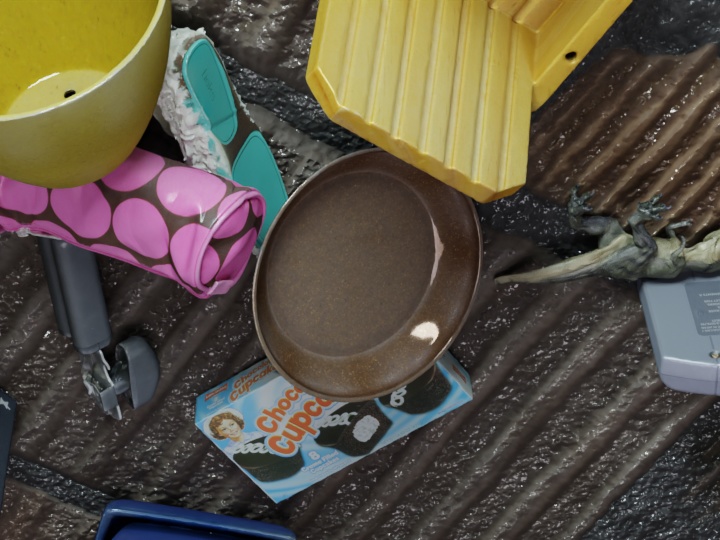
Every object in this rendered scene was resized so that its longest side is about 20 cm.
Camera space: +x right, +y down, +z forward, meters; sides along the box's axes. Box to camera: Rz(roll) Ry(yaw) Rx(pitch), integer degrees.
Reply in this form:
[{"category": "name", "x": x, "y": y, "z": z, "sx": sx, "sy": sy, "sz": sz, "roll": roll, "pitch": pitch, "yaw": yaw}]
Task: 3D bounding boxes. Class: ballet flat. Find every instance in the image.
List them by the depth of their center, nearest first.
[{"category": "ballet flat", "x": -0.110, "y": -0.095, "z": 1.428, "sx": 0.072, "sy": 0.072, "sz": 0.200, "roll": -16, "pitch": 125, "yaw": 9}]

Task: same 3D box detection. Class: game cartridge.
[{"category": "game cartridge", "x": 0.322, "y": 0.043, "z": 1.507, "sx": 0.199, "sy": 0.133, "sz": 0.041, "roll": -3, "pitch": 124, "yaw": 0}]

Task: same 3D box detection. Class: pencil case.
[{"category": "pencil case", "x": -0.171, "y": -0.044, "z": 1.396, "sx": 0.200, "sy": 0.091, "sz": 0.094, "roll": 19, "pitch": 93, "yaw": 20}]

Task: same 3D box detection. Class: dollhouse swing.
[{"category": "dollhouse swing", "x": 0.078, "y": -0.182, "z": 1.290, "sx": 0.200, "sy": 0.176, "sz": 0.182, "roll": 28, "pitch": 122, "yaw": -22}]

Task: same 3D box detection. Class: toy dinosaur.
[{"category": "toy dinosaur", "x": 0.200, "y": -0.023, "z": 1.506, "sx": 0.199, "sy": 0.048, "sz": 0.088, "roll": -6, "pitch": 135, "yaw": 6}]

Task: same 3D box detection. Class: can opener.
[{"category": "can opener", "x": -0.204, "y": 0.032, "z": 1.534, "sx": 0.067, "sy": 0.053, "sz": 0.200, "roll": -26, "pitch": 132, "yaw": -24}]

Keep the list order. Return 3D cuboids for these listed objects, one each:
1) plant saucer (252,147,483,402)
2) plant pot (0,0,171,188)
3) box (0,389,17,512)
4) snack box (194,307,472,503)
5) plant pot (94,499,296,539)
[{"category": "plant saucer", "x": 0.000, "y": 0.000, "z": 1.472, "sx": 0.200, "sy": 0.037, "sz": 0.201, "roll": -12, "pitch": 113, "yaw": -29}, {"category": "plant pot", "x": -0.213, "y": -0.136, "z": 1.316, "sx": 0.199, "sy": 0.200, "sz": 0.142, "roll": -8, "pitch": 145, "yaw": 3}, {"category": "box", "x": -0.388, "y": 0.186, "z": 1.540, "sx": 0.198, "sy": 0.200, "sz": 0.123, "roll": -35, "pitch": 122, "yaw": 22}, {"category": "snack box", "x": -0.023, "y": 0.105, "z": 1.597, "sx": 0.200, "sy": 0.037, "sz": 0.116, "roll": -30, "pitch": 123, "yaw": 19}, {"category": "plant pot", "x": -0.152, "y": 0.314, "z": 1.666, "sx": 0.199, "sy": 0.180, "sz": 0.200, "roll": 11, "pitch": 126, "yaw": -11}]
